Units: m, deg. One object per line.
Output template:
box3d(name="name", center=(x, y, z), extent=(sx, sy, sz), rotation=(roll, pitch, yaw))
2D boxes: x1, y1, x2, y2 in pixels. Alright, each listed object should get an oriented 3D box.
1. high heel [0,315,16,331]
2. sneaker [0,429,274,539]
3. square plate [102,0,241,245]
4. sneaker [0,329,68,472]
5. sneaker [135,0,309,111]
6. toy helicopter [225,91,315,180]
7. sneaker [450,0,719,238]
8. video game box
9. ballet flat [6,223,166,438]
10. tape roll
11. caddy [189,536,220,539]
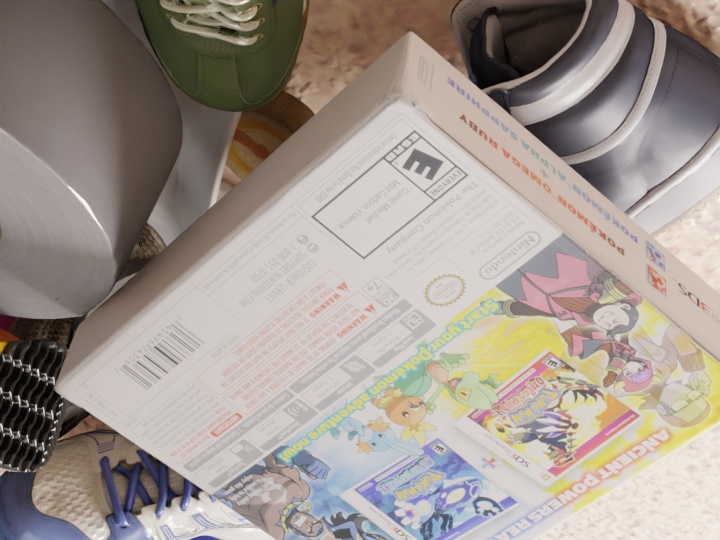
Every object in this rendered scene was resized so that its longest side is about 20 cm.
box3d(name="high heel", center=(-0.111, 0.012, 0.885), extent=(0.096, 0.068, 0.200), rotation=(-27, 136, 25))
box3d(name="sneaker", center=(-0.082, 0.096, 0.877), extent=(0.199, 0.076, 0.088), rotation=(-5, 155, -40))
box3d(name="square plate", center=(-0.142, -0.089, 0.736), extent=(0.197, 0.029, 0.200), rotation=(19, 147, -3))
box3d(name="sneaker", center=(-0.193, 0.035, 0.707), extent=(0.090, 0.070, 0.200), rotation=(9, 168, 20))
box3d(name="sneaker", center=(-0.058, -0.114, 0.578), extent=(0.067, 0.090, 0.201), rotation=(5, 136, 7))
box3d(name="toy helicopter", center=(0.000, 0.000, 0.801), extent=(0.132, 0.079, 0.200), rotation=(-1, 135, 33))
box3d(name="sneaker", center=(0.048, -0.031, 0.693), extent=(0.108, 0.070, 0.200), rotation=(33, 119, -31))
box3d(name="video game box", center=(0.017, 0.033, 0.676), extent=(0.182, 0.047, 0.200), rotation=(39, 124, -19))
box3d(name="ballet flat", center=(-0.143, 0.034, 0.829), extent=(0.067, 0.046, 0.200), rotation=(-15, 157, -39))
box3d(name="tape roll", center=(-0.170, -0.060, 0.679), extent=(0.199, 0.066, 0.200), rotation=(18, 156, 9))
box3d(name="caddy", center=(-0.109, 0.136, 1.035), extent=(0.199, 0.105, 0.141), rotation=(-13, 165, 36))
